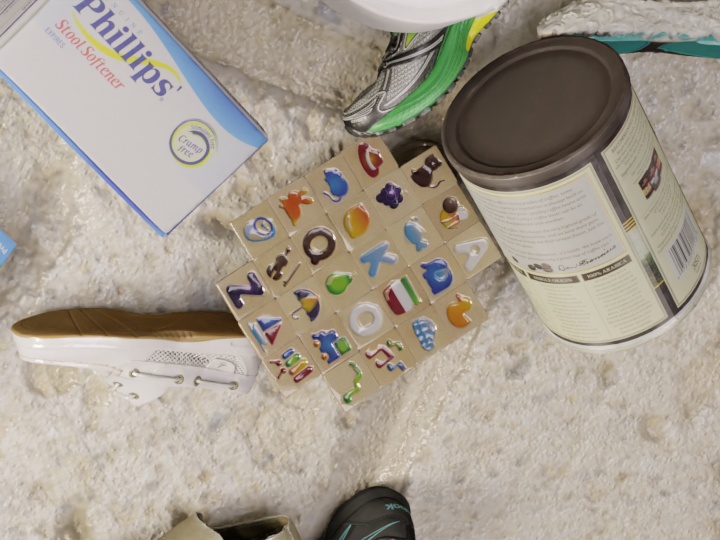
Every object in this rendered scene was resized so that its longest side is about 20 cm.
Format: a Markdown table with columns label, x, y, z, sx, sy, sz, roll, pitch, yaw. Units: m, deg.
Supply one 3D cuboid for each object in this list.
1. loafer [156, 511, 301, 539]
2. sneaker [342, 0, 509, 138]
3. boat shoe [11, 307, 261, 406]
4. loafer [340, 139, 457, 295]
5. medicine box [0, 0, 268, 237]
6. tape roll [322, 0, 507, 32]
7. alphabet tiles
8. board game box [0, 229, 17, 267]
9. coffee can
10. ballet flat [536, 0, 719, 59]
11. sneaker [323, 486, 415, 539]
| label | x | y | z | sx | sy | sz | roll | pitch | yaw |
| --- | --- | --- | --- | --- | --- | --- | --- | --- | --- |
| loafer | -0.135 | 0.225 | 1.859 | 0.199 | 0.076 | 0.069 | -4 | 104 | -19 |
| sneaker | 0.043 | -0.186 | 1.771 | 0.085 | 0.078 | 0.200 | 34 | 85 | -19 |
| boat shoe | -0.165 | 0.070 | 1.786 | 0.199 | 0.071 | 0.070 | 3 | 107 | -23 |
| loafer | 0.015 | -0.007 | 1.826 | 0.076 | 0.067 | 0.200 | 28 | 98 | -28 |
| medicine box | -0.181 | -0.143 | 1.623 | 0.103 | 0.200 | 0.182 | -44 | 118 | 0 |
| tape roll | 0.040 | -0.270 | 1.693 | 0.202 | 0.071 | 0.203 | 0 | 90 | -12 |
| alphabet tiles | 0.000 | 0.000 | 1.785 | 0.200 | 0.006 | 0.167 | -33 | 94 | -12 |
| board game box | -0.354 | 0.013 | 1.671 | 0.151 | 0.037 | 0.200 | 44 | 68 | -29 |
| coffee can | 0.166 | -0.055 | 1.801 | 0.146 | 0.146 | 0.200 | -35 | 129 | -5 |
| ballet flat | 0.224 | -0.196 | 1.841 | 0.199 | 0.072 | 0.072 | 1 | 110 | -20 |
| sneaker | -0.027 | 0.263 | 1.911 | 0.075 | 0.079 | 0.200 | 33 | 97 | -28 |
